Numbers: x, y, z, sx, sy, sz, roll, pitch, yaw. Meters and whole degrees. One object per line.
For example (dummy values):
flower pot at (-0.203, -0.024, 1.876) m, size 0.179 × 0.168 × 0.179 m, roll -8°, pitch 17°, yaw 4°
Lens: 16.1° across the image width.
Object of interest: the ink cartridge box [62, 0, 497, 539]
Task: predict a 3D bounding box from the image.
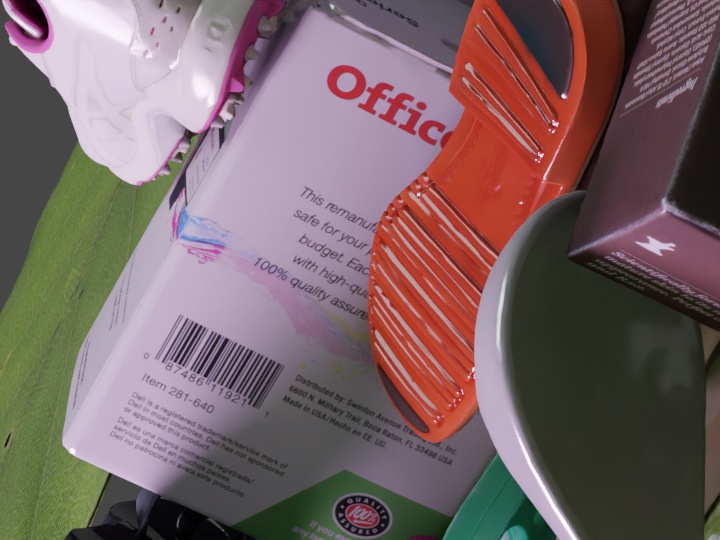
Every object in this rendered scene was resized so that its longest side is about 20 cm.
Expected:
ink cartridge box at (0.000, 0.000, 0.930) m, size 0.201 × 0.144 × 0.084 m, roll -58°, pitch 14°, yaw 24°

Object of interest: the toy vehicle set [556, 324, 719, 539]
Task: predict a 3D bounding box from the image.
toy vehicle set at (0.093, 0.031, 0.897) m, size 0.125 × 0.026 × 0.200 m, roll -60°, pitch 15°, yaw 21°

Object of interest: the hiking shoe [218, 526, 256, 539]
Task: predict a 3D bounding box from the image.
hiking shoe at (-0.063, 0.161, 1.119) m, size 0.200 × 0.086 × 0.075 m, roll -53°, pitch 18°, yaw 39°

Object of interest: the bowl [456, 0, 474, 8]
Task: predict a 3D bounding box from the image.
bowl at (0.044, -0.102, 0.985) m, size 0.202 × 0.200 × 0.091 m, roll -59°, pitch 28°, yaw 23°

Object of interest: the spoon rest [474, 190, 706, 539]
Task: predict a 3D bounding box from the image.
spoon rest at (0.072, 0.077, 0.752) m, size 0.060 × 0.099 × 0.202 m, roll 0°, pitch 88°, yaw 42°

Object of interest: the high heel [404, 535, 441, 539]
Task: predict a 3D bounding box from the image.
high heel at (0.032, 0.164, 0.813) m, size 0.096 × 0.067 × 0.201 m, roll 118°, pitch 154°, yaw -55°

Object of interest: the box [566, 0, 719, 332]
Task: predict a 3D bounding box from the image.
box at (0.145, -0.078, 0.748) m, size 0.075 × 0.100 × 0.201 m, roll -31°, pitch 35°, yaw 66°

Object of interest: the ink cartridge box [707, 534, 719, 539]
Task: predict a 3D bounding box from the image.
ink cartridge box at (0.078, 0.184, 0.583) m, size 0.201 × 0.083 × 0.145 m, roll -60°, pitch 15°, yaw 18°

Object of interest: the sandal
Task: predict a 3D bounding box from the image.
sandal at (-0.064, 0.108, 0.940) m, size 0.043 × 0.076 × 0.200 m, roll -56°, pitch -2°, yaw 1°

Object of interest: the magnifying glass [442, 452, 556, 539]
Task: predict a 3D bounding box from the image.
magnifying glass at (0.056, 0.065, 0.820) m, size 0.080 × 0.022 × 0.201 m, roll 73°, pitch -143°, yaw -54°

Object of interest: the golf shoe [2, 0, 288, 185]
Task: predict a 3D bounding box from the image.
golf shoe at (-0.087, -0.086, 0.913) m, size 0.076 × 0.091 × 0.200 m, roll -68°, pitch 11°, yaw -15°

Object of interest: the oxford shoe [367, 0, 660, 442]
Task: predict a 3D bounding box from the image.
oxford shoe at (0.059, -0.020, 0.832) m, size 0.071 × 0.072 × 0.201 m, roll 52°, pitch 139°, yaw 27°
